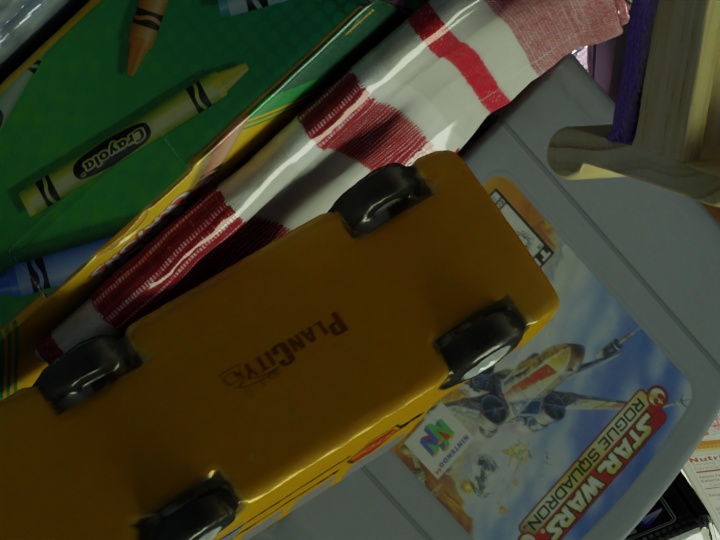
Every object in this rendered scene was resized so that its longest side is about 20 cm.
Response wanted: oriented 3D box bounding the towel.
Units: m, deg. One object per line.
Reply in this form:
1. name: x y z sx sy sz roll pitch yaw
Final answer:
1. towel: -0.002 -0.032 0.853 0.200 0.023 0.144 -41 170 6

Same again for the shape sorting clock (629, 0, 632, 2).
1. shape sorting clock: 0.183 -0.113 0.903 0.199 0.039 0.200 -17 176 -1

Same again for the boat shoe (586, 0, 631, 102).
1. boat shoe: 0.121 -0.128 1.078 0.071 0.070 0.200 -6 138 -7

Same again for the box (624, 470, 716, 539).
1. box: 0.014 0.096 1.047 0.199 0.048 0.193 -21 -149 -3

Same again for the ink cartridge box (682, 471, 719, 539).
1. ink cartridge box: 0.081 0.070 1.259 0.147 0.200 0.146 -40 -148 4

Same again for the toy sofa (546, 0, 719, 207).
1. toy sofa: 0.102 -0.122 0.769 0.083 0.097 0.201 -7 110 -44

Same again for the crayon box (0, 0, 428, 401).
1. crayon box: -0.070 -0.031 0.839 0.200 0.058 0.119 -42 170 11

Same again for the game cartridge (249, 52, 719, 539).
1. game cartridge: 0.045 0.038 0.941 0.200 0.133 0.042 -47 -172 -18

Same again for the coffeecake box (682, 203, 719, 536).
1. coffeecake box: 0.169 0.031 1.094 0.073 0.154 0.200 -10 146 17

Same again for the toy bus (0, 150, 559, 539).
1. toy bus: -0.040 0.043 0.816 0.200 0.065 0.078 -31 168 -26
